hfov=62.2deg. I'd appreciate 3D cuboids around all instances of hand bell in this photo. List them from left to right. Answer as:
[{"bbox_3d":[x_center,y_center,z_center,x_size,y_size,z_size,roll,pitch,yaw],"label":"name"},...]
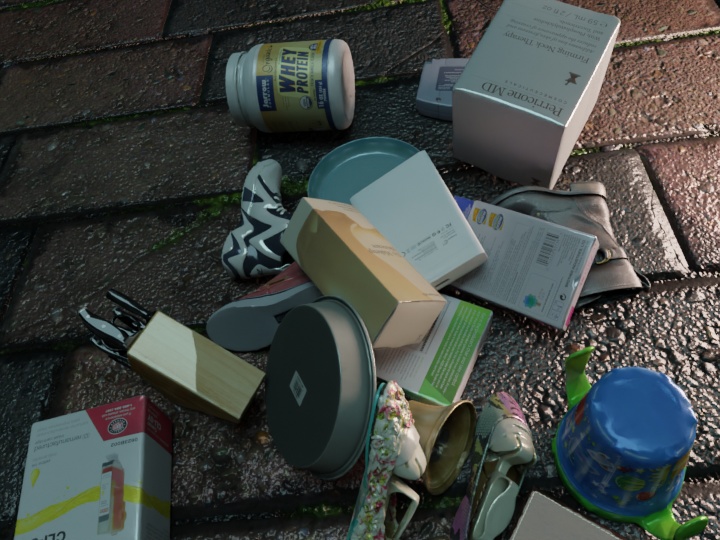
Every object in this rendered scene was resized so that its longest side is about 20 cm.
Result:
[{"bbox_3d":[0.025,0.166,0.697,0.198,0.105,0.105,18,58,37],"label":"hand bell"}]

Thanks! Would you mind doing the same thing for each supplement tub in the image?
[{"bbox_3d":[-0.116,-0.311,1.017,0.196,0.145,0.146,0,54,10],"label":"supplement tub"}]

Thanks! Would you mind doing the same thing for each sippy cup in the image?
[{"bbox_3d":[0.272,0.168,0.606,0.176,0.131,0.140,27,63,26],"label":"sippy cup"}]

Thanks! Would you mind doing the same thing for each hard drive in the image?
[{"bbox_3d":[0.072,-0.059,0.809,0.131,0.027,0.202,-31,52,11],"label":"hard drive"}]

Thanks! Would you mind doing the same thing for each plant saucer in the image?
[{"bbox_3d":[0.015,-0.131,0.936,0.196,0.028,0.203,-5,53,6],"label":"plant saucer"}]

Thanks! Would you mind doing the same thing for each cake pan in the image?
[{"bbox_3d":[-0.054,0.128,0.665,0.036,0.201,0.202,7,43,-34],"label":"cake pan"}]

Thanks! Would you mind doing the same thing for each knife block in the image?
[{"bbox_3d":[-0.232,0.095,0.710,0.198,0.176,0.065,3,51,39],"label":"knife block"}]

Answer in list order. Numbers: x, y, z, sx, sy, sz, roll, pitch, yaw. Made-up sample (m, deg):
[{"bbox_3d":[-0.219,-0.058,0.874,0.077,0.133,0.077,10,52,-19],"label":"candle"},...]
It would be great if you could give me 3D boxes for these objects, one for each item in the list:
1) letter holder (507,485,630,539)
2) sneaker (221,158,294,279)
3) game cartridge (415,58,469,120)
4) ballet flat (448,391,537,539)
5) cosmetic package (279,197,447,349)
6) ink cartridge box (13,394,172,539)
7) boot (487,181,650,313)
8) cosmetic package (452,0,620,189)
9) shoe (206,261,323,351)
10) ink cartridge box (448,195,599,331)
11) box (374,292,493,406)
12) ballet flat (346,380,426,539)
[{"bbox_3d":[0.213,0.319,0.528,0.198,0.101,0.143,24,63,25],"label":"letter holder"},{"bbox_3d":[-0.116,-0.075,0.887,0.127,0.080,0.202,7,56,13],"label":"sneaker"},{"bbox_3d":[0.199,-0.312,1.030,0.196,0.041,0.135,5,52,14],"label":"game cartridge"},{"bbox_3d":[0.147,0.218,0.626,0.068,0.071,0.202,29,60,-6],"label":"ballet flat"},{"bbox_3d":[0.000,0.000,0.727,0.200,0.104,0.072,47,117,31],"label":"cosmetic package"},{"bbox_3d":[-0.294,0.263,0.668,0.143,0.084,0.202,-14,53,0],"label":"ink cartridge box"},{"bbox_3d":[0.262,-0.027,0.794,0.196,0.069,0.177,-10,61,12],"label":"boot"},{"bbox_3d":[0.249,-0.258,0.873,0.165,0.167,0.202,25,72,19],"label":"cosmetic package"},{"bbox_3d":[-0.110,0.042,0.810,0.197,0.072,0.091,-19,24,16],"label":"shoe"},{"bbox_3d":[0.190,-0.014,0.775,0.198,0.042,0.121,22,88,29],"label":"ink cartridge box"},{"bbox_3d":[0.053,0.085,0.767,0.197,0.037,0.145,19,59,23],"label":"box"},{"bbox_3d":[0.032,0.208,0.601,0.063,0.204,0.076,16,20,17],"label":"ballet flat"}]
